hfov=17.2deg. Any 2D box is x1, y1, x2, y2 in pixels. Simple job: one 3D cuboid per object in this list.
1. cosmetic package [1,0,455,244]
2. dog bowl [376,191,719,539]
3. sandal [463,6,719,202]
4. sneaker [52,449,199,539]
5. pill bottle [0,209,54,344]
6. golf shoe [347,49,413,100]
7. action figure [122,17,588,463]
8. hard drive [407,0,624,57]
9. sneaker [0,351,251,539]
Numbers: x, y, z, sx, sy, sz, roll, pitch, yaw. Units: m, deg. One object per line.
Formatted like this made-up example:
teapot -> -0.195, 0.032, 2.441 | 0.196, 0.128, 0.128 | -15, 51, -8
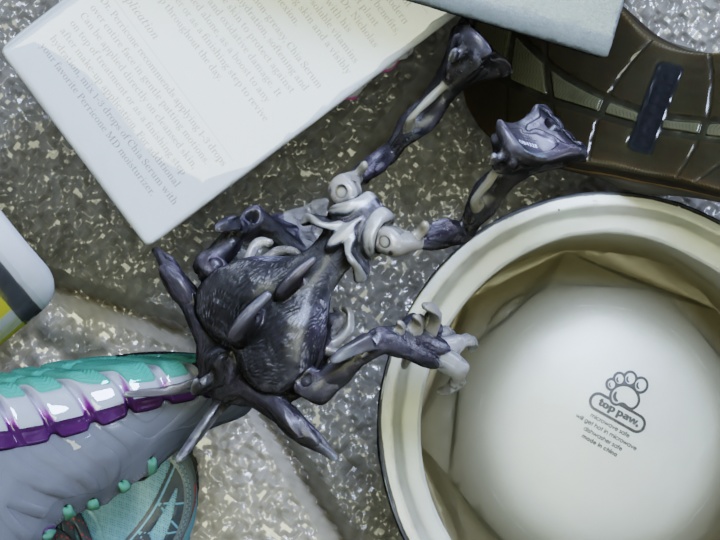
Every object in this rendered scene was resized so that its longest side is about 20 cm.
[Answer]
cosmetic package -> -0.036, -0.112, 0.975 | 0.199, 0.071, 0.102 | -36, 96, 4
dog bowl -> 0.103, 0.069, 1.034 | 0.198, 0.074, 0.202 | 0, 86, -4
sandal -> 0.125, -0.070, 1.019 | 0.199, 0.055, 0.082 | 18, 81, 36
sneaker -> -0.145, 0.142, 0.998 | 0.200, 0.096, 0.079 | -41, 91, -6
pill bottle -> -0.234, 0.029, 0.990 | 0.200, 0.112, 0.112 | -40, 90, -5
golf shoe -> 0.012, -0.129, 1.046 | 0.199, 0.075, 0.092 | -18, 96, 2
action figure -> 0.000, 0.000, 0.955 | 0.200, 0.102, 0.119 | -44, 65, 7
hard drive -> 0.020, -0.177, 0.915 | 0.199, 0.033, 0.141 | 16, 95, -3
sneaker -> -0.130, 0.084, 0.968 | 0.199, 0.074, 0.088 | -8, 95, -31
